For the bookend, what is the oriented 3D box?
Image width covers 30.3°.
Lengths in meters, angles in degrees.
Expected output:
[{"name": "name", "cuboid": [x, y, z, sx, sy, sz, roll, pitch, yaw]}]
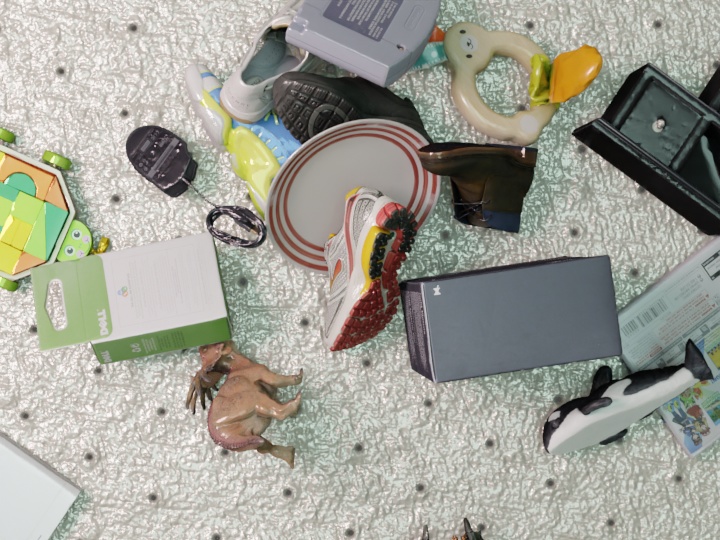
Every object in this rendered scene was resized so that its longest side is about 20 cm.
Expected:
[{"name": "bookend", "cuboid": [0.376, -0.178, 1.468, 0.198, 0.092, 0.201, 36, 86, -3]}]

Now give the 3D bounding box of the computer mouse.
[{"name": "computer mouse", "cuboid": [-0.175, -0.088, 1.426, 0.200, 0.034, 0.059, 41, 90, 17]}]

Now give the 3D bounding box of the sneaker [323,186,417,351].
[{"name": "sneaker", "cuboid": [0.000, 0.000, 1.422, 0.077, 0.082, 0.202, -11, 131, -41]}]

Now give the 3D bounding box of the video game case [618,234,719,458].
[{"name": "video game case", "cuboid": [0.399, 0.079, 1.503, 0.199, 0.022, 0.183, -36, 92, -5]}]

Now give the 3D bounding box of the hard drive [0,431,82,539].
[{"name": "hard drive", "cuboid": [-0.419, 0.234, 1.429, 0.199, 0.026, 0.133, 35, 87, -4]}]

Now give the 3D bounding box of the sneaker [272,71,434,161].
[{"name": "sneaker", "cuboid": [-0.013, -0.172, 1.419, 0.198, 0.076, 0.092, 20, 43, -36]}]

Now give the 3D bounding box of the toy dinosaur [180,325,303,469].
[{"name": "toy dinosaur", "cuboid": [-0.130, 0.142, 1.395, 0.133, 0.201, 0.087, 6, 119, -3]}]

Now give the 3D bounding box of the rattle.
[{"name": "rattle", "cuboid": [0.138, -0.231, 1.425, 0.199, 0.143, 0.131, 38, 86, -4]}]

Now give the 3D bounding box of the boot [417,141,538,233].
[{"name": "boot", "cuboid": [0.126, -0.086, 1.414, 0.074, 0.199, 0.099, 10, 99, 39]}]

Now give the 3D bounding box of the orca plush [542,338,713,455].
[{"name": "orca plush", "cuboid": [0.281, 0.127, 1.462, 0.199, 0.105, 0.072, -39, 53, 24]}]

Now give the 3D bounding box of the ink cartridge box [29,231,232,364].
[{"name": "ink cartridge box", "cuboid": [-0.242, 0.034, 1.411, 0.197, 0.060, 0.105, -11, 64, -6]}]

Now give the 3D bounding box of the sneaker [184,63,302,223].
[{"name": "sneaker", "cuboid": [-0.106, -0.152, 1.440, 0.104, 0.076, 0.201, -33, 99, -8]}]

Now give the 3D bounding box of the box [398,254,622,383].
[{"name": "box", "cuboid": [0.152, 0.048, 1.402, 0.197, 0.182, 0.106, -8, 90, -4]}]

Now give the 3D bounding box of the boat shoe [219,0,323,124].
[{"name": "boat shoe", "cuboid": [-0.074, -0.240, 1.410, 0.070, 0.069, 0.201, 34, 59, -2]}]

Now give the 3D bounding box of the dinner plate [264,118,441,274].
[{"name": "dinner plate", "cuboid": [-0.009, -0.080, 1.418, 0.197, 0.024, 0.202, -11, 131, -13]}]

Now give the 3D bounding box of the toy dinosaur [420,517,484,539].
[{"name": "toy dinosaur", "cuboid": [0.108, 0.345, 1.413, 0.101, 0.137, 0.201, 9, 131, -19]}]

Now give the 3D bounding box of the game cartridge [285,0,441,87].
[{"name": "game cartridge", "cuboid": [0.013, -0.273, 1.405, 0.132, 0.041, 0.201, 22, 44, 5]}]

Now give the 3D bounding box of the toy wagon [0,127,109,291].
[{"name": "toy wagon", "cuboid": [-0.366, -0.058, 1.430, 0.198, 0.040, 0.157, 24, 88, -4]}]
